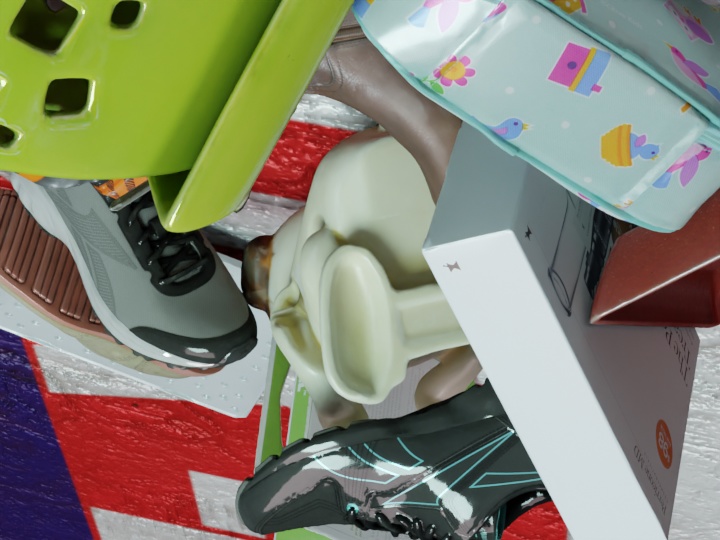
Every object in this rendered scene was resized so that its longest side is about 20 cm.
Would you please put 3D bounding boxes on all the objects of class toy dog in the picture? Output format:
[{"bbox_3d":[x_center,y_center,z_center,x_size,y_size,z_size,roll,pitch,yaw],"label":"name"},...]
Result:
[{"bbox_3d":[0.000,0.000,1.224,0.139,0.195,0.200,-21,177,-19],"label":"toy dog"}]

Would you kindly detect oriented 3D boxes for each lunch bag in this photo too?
[{"bbox_3d":[0.084,-0.121,0.985,0.199,0.161,0.077,31,124,-22],"label":"lunch bag"}]

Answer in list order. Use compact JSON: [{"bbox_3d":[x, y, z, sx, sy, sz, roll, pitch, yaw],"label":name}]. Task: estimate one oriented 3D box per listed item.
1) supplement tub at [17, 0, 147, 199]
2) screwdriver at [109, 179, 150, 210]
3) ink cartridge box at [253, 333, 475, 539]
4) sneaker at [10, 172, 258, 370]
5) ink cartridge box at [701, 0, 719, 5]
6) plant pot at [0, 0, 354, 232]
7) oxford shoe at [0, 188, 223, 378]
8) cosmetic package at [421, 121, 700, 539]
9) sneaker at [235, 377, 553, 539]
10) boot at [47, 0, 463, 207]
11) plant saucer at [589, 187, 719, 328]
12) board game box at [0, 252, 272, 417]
[{"bbox_3d":[-0.185,-0.123,1.144,0.199,0.123,0.122,28,148,-19],"label":"supplement tub"},{"bbox_3d":[-0.078,-0.060,1.144,0.029,0.200,0.028,47,121,-4],"label":"screwdriver"},{"bbox_3d":[-0.020,0.108,1.379,0.075,0.149,0.200,-10,153,38],"label":"ink cartridge box"},{"bbox_3d":[-0.130,-0.024,1.259,0.200,0.074,0.079,48,144,18],"label":"sneaker"},{"bbox_3d":[0.169,-0.199,0.897,0.116,0.068,0.200,29,147,-19],"label":"ink cartridge box"},{"bbox_3d":[-0.104,-0.141,0.937,0.181,0.199,0.201,25,105,-19],"label":"plant pot"},{"bbox_3d":[-0.176,0.017,1.372,0.200,0.071,0.074,35,148,-27],"label":"oxford shoe"},{"bbox_3d":[0.103,0.014,1.070,0.051,0.151,0.201,-11,126,27],"label":"cosmetic package"},{"bbox_3d":[0.030,0.111,1.147,0.199,0.080,0.075,-19,166,14],"label":"sneaker"},{"bbox_3d":[-0.048,-0.081,1.090,0.199,0.064,0.187,-16,111,1],"label":"boot"},{"bbox_3d":[0.219,-0.031,1.055,0.199,0.037,0.199,-29,166,22],"label":"plant saucer"},{"bbox_3d":[-0.141,0.016,1.445,0.199,0.026,0.200,21,150,-8],"label":"board game box"}]
